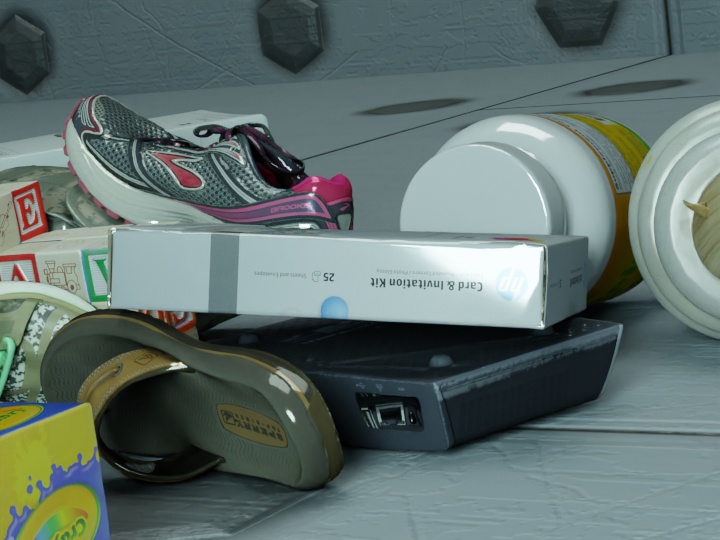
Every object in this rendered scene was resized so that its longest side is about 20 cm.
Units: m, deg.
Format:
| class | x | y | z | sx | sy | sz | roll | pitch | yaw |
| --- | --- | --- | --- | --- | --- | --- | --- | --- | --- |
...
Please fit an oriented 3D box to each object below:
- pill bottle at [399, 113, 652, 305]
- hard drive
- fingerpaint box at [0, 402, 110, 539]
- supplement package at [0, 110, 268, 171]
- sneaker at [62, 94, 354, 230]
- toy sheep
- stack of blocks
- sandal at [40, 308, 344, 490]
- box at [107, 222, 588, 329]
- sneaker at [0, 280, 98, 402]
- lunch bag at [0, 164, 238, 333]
| class | x | y | z | sx | sy | sz | roll | pitch | yaw |
| --- | --- | --- | --- | --- | --- | --- | --- | --- | --- |
| pill bottle | 0.095 | -0.030 | 1.178 | 0.111 | 0.112 | 0.200 | -3 | 3 | 23 |
| hard drive | 0.017 | 0.048 | 1.043 | 0.134 | 0.043 | 0.200 | -15 | 11 | -38 |
| fingerpaint box | -0.218 | 0.103 | 0.792 | 0.166 | 0.074 | 0.200 | -1 | 11 | 33 |
| supplement package | -0.169 | -0.039 | 1.479 | 0.199 | 0.118 | 0.117 | -12 | 11 | -25 |
| sneaker | -0.080 | -0.052 | 1.188 | 0.200 | 0.075 | 0.080 | 29 | 24 | 29 |
| toy sheep | 0.202 | -0.028 | 1.107 | 0.137 | 0.139 | 0.200 | -6 | -4 | 8 |
| stack of blocks | -0.191 | 0.014 | 1.167 | 0.199 | 0.116 | 0.059 | -3 | 13 | 27 |
| sandal | -0.088 | 0.069 | 0.965 | 0.200 | 0.082 | 0.055 | 13 | 42 | 45 |
| box | 0.000 | 0.000 | 1.014 | 0.199 | 0.041 | 0.156 | 1 | 2 | 12 |
| sneaker | -0.211 | 0.046 | 1.079 | 0.199 | 0.077 | 0.089 | 13 | 23 | -6 |
| lunch bag | -0.153 | -0.003 | 1.272 | 0.199 | 0.118 | 0.164 | 4 | 13 | 24 |
